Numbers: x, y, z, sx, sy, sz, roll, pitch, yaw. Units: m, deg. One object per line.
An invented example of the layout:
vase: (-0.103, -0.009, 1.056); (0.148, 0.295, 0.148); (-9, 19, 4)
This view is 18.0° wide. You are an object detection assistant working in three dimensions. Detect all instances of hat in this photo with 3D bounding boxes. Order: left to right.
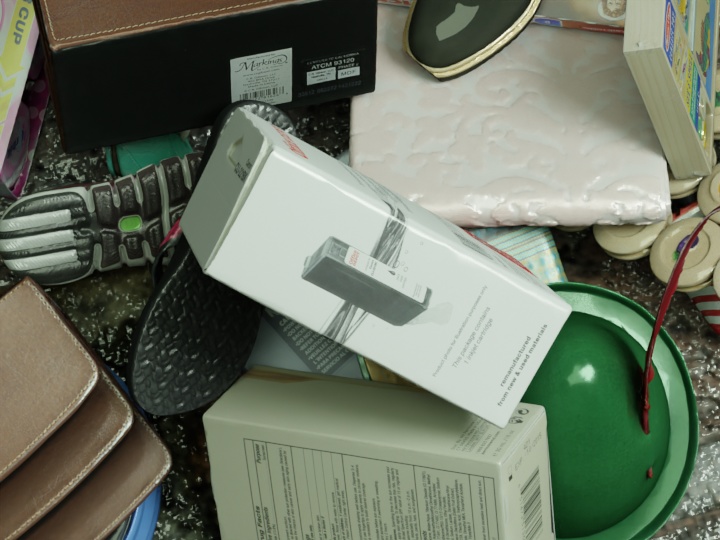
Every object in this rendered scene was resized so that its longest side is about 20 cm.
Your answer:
hat: (0.134, 0.078, 1.332); (0.164, 0.176, 0.202); (-8, 87, -5)

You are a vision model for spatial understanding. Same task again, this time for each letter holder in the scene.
letter holder: (-0.230, 0.127, 1.381); (0.200, 0.101, 0.142); (-39, 80, -5)
letter holder: (-0.103, -0.175, 1.410); (0.199, 0.101, 0.143); (-12, 56, -9)

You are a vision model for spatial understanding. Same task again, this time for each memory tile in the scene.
memory tile: (0.215, -0.059, 1.416); (0.199, 0.017, 0.154); (29, 74, 40)

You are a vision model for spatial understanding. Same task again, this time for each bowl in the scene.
bowl: (-0.227, 0.136, 1.448); (0.199, 0.039, 0.202); (-1, 78, 3)

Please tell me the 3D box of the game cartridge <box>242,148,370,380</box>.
game cartridge: (0.000, 0.000, 1.464); (0.200, 0.042, 0.133); (-41, 74, -5)

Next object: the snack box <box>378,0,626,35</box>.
snack box: (0.088, -0.200, 1.466); (0.198, 0.024, 0.072); (9, 83, 10)

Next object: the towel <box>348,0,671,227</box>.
towel: (0.091, -0.104, 1.446); (0.198, 0.032, 0.192); (-2, 52, 3)

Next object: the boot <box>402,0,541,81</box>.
boot: (0.090, -0.215, 1.385); (0.077, 0.138, 0.200); (37, 90, 11)

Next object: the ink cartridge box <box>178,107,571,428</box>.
ink cartridge box: (0.003, -0.004, 1.307); (0.199, 0.144, 0.084); (29, 96, -15)

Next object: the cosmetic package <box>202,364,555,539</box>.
cosmetic package: (0.011, 0.127, 1.365); (0.199, 0.071, 0.106); (8, 120, 26)

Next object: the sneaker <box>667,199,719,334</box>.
sneaker: (0.297, -0.023, 1.439); (0.199, 0.078, 0.116); (-28, 86, 10)

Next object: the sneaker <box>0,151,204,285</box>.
sneaker: (-0.136, -0.040, 1.451); (0.198, 0.115, 0.076); (-5, 99, -14)

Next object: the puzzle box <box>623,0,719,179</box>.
puzzle box: (0.196, -0.176, 1.408); (0.025, 0.133, 0.201); (-5, 56, 21)

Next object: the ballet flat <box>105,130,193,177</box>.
ballet flat: (-0.136, -0.159, 1.492); (0.070, 0.067, 0.202); (-5, 84, 4)

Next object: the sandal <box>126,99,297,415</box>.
sandal: (-0.092, -0.007, 1.389); (0.075, 0.045, 0.201); (22, 82, -31)

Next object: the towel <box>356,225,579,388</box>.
towel: (0.074, 0.059, 1.429); (0.146, 0.022, 0.201); (-19, 88, -6)

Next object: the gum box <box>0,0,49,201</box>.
gum box: (-0.258, -0.160, 1.499); (0.113, 0.066, 0.201); (12, 79, 7)
